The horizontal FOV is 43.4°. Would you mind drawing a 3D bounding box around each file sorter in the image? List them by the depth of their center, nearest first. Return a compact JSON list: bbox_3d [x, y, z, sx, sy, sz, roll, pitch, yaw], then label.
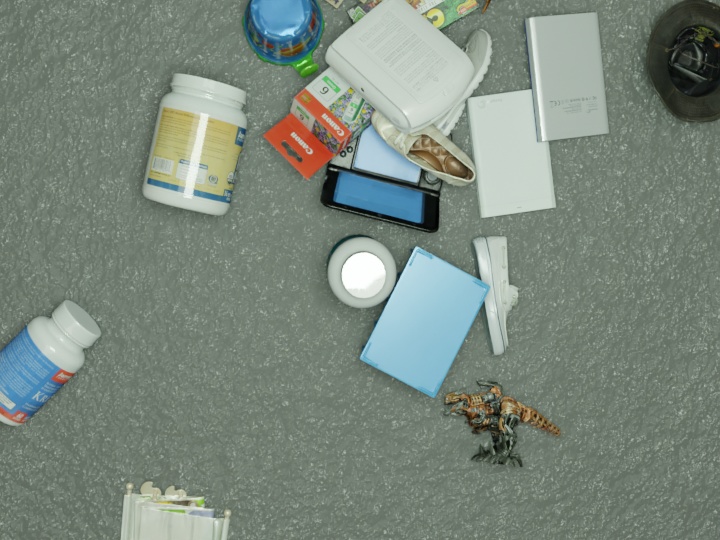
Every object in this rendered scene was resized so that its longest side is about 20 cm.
[{"bbox_3d":[0.100,0.078,1.501,0.137,0.123,0.202,27,93,-5],"label":"file sorter"}]

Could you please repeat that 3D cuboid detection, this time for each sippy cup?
[{"bbox_3d":[-0.126,-0.407,1.452,0.176,0.130,0.141,27,92,-4],"label":"sippy cup"}]

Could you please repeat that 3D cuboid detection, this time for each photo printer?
[{"bbox_3d":[0.069,-0.320,1.423,0.200,0.070,0.166,43,71,11],"label":"photo printer"}]

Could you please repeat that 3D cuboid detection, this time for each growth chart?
[{"bbox_3d":[-0.319,0.445,1.558,0.197,0.018,0.147,14,93,-4],"label":"growth chart"}]

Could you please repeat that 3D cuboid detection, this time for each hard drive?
[{"bbox_3d":[0.347,-0.325,1.521,0.130,0.025,0.203,-9,95,-17],"label":"hard drive"},{"bbox_3d":[0.256,-0.199,1.539,0.130,0.026,0.203,-8,95,-2],"label":"hard drive"}]

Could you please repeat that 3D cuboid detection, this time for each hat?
[{"bbox_3d":[0.550,-0.343,1.518,0.197,0.081,0.204,0,88,-9],"label":"hat"}]

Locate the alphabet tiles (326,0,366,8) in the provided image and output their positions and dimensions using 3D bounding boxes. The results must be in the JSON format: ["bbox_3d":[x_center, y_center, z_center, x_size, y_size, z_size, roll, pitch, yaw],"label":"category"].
[{"bbox_3d":[-0.019,-0.543,1.495,0.166,0.006,0.201,37,91,6],"label":"alphabet tiles"}]

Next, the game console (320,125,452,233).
[{"bbox_3d":[0.047,-0.170,1.484,0.197,0.116,0.179,14,93,-4],"label":"game console"}]

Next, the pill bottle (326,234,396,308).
[{"bbox_3d":[0.000,0.000,1.452,0.109,0.200,0.113,0,94,-3],"label":"pill bottle"}]

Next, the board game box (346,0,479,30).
[{"bbox_3d":[0.086,-0.431,1.496,0.198,0.023,0.106,-28,95,11],"label":"board game box"}]

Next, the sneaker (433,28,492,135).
[{"bbox_3d":[0.150,-0.316,1.486,0.081,0.075,0.202,30,81,-14],"label":"sneaker"}]

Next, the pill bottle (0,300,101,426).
[{"bbox_3d":[-0.524,0.147,1.479,0.200,0.112,0.112,-44,95,2],"label":"pill bottle"}]

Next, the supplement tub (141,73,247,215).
[{"bbox_3d":[-0.262,-0.200,1.452,0.142,0.145,0.203,13,94,-4],"label":"supplement tub"}]

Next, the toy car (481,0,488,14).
[{"bbox_3d":[0.223,-0.515,1.453,0.181,0.177,0.203,11,106,7],"label":"toy car"}]

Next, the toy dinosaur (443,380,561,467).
[{"bbox_3d":[0.239,0.261,1.541,0.197,0.102,0.138,6,77,18],"label":"toy dinosaur"}]

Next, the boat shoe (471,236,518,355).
[{"bbox_3d":[0.237,0.040,1.529,0.066,0.074,0.203,-9,94,0],"label":"boat shoe"}]

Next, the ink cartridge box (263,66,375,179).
[{"bbox_3d":[-0.051,-0.251,1.462,0.109,0.050,0.200,44,66,5],"label":"ink cartridge box"}]

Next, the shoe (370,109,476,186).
[{"bbox_3d":[0.105,-0.201,1.448,0.198,0.053,0.070,32,105,-8],"label":"shoe"}]
